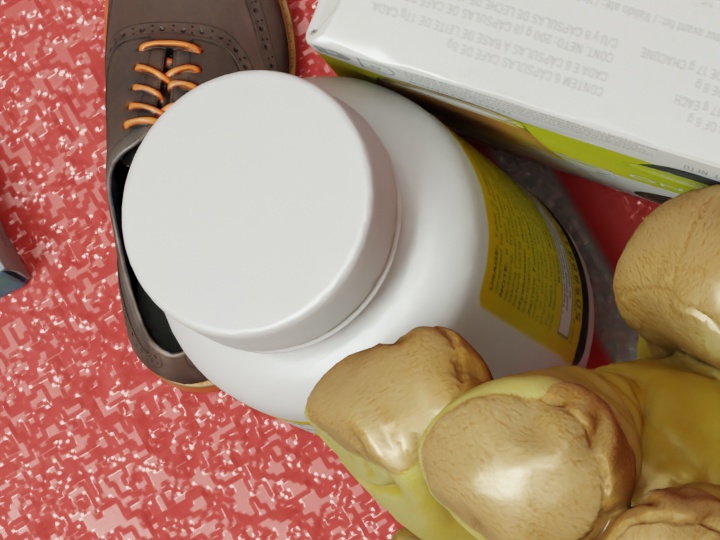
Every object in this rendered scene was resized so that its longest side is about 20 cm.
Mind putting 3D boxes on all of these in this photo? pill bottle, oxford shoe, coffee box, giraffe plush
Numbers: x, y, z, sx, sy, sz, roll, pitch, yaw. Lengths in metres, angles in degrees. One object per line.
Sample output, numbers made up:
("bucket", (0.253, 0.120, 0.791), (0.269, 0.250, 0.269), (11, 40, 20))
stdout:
("pill bottle", (0.000, 0.000, 0.902), (0.111, 0.200, 0.112), (-4, 77, 19))
("oxford shoe", (-0.060, -0.059, 0.987), (0.071, 0.073, 0.201), (-6, 83, 6))
("coffee box", (0.115, -0.126, 0.914), (0.199, 0.198, 0.201), (19, 88, 6))
("giraffe plush", (0.103, 0.048, 0.833), (0.172, 0.200, 0.162), (36, 76, 21))

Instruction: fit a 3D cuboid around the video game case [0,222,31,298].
("video game case", (-0.251, -0.032, 1.019), (0.199, 0.045, 0.182), (-28, 83, 2))
